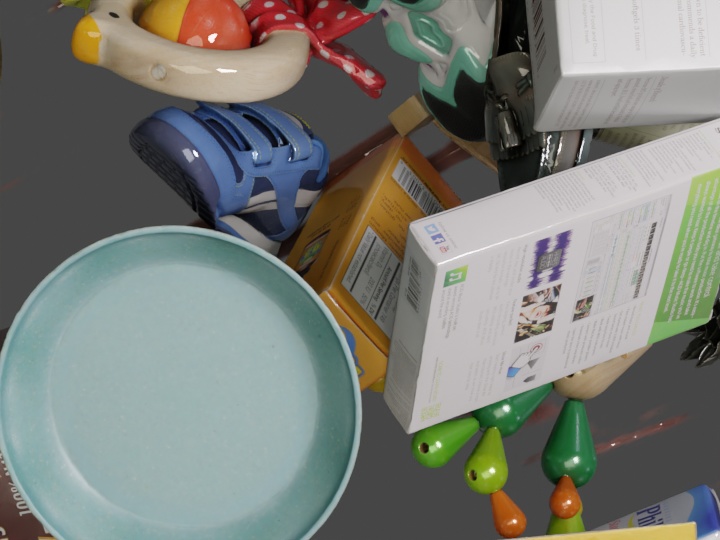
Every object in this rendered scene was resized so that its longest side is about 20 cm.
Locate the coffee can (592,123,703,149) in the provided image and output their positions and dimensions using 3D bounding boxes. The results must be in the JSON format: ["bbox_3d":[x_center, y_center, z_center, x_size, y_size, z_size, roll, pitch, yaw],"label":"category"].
[{"bbox_3d":[0.235,-0.120,1.512,0.199,0.146,0.147,16,103,-1],"label":"coffee can"}]

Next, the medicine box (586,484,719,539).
[{"bbox_3d":[0.163,0.261,1.623,0.199,0.103,0.183,-23,101,7],"label":"medicine box"}]

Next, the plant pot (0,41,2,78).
[{"bbox_3d":[-0.316,-0.112,1.512,0.185,0.200,0.188,1,102,3],"label":"plant pot"}]

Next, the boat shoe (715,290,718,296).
[{"bbox_3d":[0.155,0.000,1.525,0.071,0.199,0.070,5,96,42],"label":"boat shoe"}]

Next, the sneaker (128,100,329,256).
[{"bbox_3d":[-0.072,-0.067,1.523,0.082,0.200,0.074,-46,74,3],"label":"sneaker"}]

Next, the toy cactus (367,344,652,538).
[{"bbox_3d":[0.103,0.079,1.598,0.165,0.102,0.201,-30,80,-14],"label":"toy cactus"}]

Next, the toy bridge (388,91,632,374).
[{"bbox_3d":[0.099,-0.028,1.575,0.200,0.067,0.027,53,128,6],"label":"toy bridge"}]

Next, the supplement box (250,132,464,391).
[{"bbox_3d":[0.000,0.000,1.516,0.066,0.200,0.069,-34,104,29],"label":"supplement box"}]

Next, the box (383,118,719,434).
[{"bbox_3d":[0.111,0.003,1.411,0.199,0.036,0.145,-18,144,-21],"label":"box"}]

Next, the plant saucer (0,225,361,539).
[{"bbox_3d":[-0.097,0.071,1.422,0.199,0.036,0.201,1,102,5],"label":"plant saucer"}]

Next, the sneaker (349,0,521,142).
[{"bbox_3d":[0.058,-0.188,1.520,0.077,0.140,0.200,3,139,36],"label":"sneaker"}]

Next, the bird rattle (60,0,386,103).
[{"bbox_3d":[-0.084,-0.134,1.525,0.199,0.163,0.113,25,121,6],"label":"bird rattle"}]

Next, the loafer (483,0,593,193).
[{"bbox_3d":[0.090,-0.124,1.463,0.063,0.072,0.201,15,74,-32],"label":"loafer"}]

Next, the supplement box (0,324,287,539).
[{"bbox_3d":[-0.138,0.098,1.551,0.199,0.197,0.134,-17,102,7],"label":"supplement box"}]

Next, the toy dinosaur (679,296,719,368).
[{"bbox_3d":[0.275,0.065,1.593,0.135,0.102,0.201,21,89,-27],"label":"toy dinosaur"}]

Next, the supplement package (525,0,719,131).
[{"bbox_3d":[0.190,-0.146,1.381,0.199,0.117,0.118,-3,78,-3],"label":"supplement package"}]

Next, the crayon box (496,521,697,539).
[{"bbox_3d":[0.142,0.240,1.540,0.125,0.052,0.201,-5,103,4],"label":"crayon box"}]
